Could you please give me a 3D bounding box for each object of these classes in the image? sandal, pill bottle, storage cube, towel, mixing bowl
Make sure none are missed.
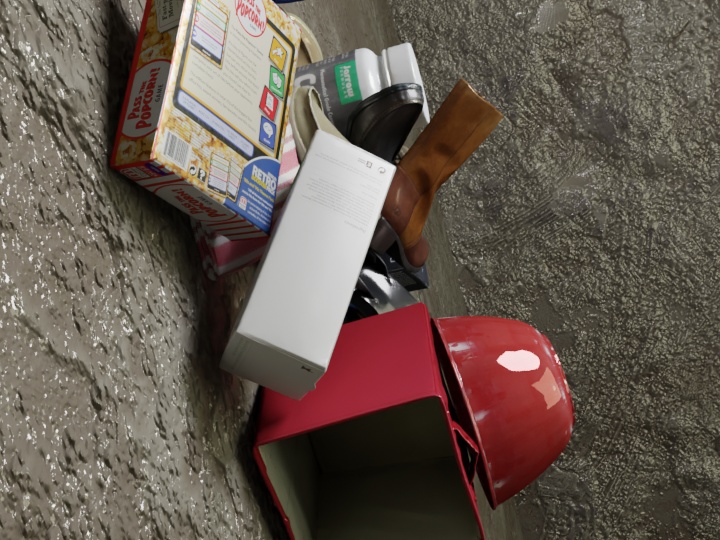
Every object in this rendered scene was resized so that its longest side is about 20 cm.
[{"bbox_3d":[0.001,0.000,0.986,0.199,0.043,0.077,40,52,-12],"label":"sandal"},{"bbox_3d":[-0.025,-0.193,1.089,0.113,0.196,0.115,-14,90,-80],"label":"pill bottle"},{"bbox_3d":[0.011,0.164,0.898,0.180,0.196,0.174,-92,165,-66],"label":"storage cube"},{"bbox_3d":[-0.114,-0.109,0.848,0.146,0.029,0.204,-30,112,-50],"label":"towel"},{"bbox_3d":[0.150,0.127,0.943,0.200,0.106,0.204,161,-90,-90],"label":"mixing bowl"}]

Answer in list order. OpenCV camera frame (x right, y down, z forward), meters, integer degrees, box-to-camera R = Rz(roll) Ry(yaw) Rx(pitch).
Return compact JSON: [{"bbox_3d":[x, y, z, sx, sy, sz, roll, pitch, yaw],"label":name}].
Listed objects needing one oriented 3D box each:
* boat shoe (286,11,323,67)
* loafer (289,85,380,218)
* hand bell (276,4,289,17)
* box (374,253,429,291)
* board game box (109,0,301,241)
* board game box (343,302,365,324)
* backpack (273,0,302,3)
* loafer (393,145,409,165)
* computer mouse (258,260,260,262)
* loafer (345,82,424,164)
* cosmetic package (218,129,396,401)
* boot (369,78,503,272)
[{"bbox_3d":[-0.079,-0.237,1.210,0.066,0.071,0.202,-92,170,-48],"label":"boat shoe"},{"bbox_3d":[-0.027,-0.110,0.960,0.076,0.067,0.203,57,14,-64],"label":"loafer"},{"bbox_3d":[-0.110,-0.170,0.990,0.202,0.102,0.105,82,4,-46],"label":"hand bell"},{"bbox_3d":[0.017,-0.072,1.368,0.200,0.115,0.201,32,47,-73],"label":"box"},{"bbox_3d":[-0.117,-0.147,0.759,0.151,0.046,0.204,35,57,-53],"label":"board game box"},{"bbox_3d":[0.008,0.102,1.117,0.035,0.134,0.202,-44,130,-30],"label":"board game box"},{"bbox_3d":[-0.086,-0.442,1.167,0.168,0.159,0.204,-29,104,-82],"label":"backpack"},{"bbox_3d":[0.004,-0.071,1.117,0.067,0.200,0.077,20,39,-39],"label":"loafer"},{"bbox_3d":[-0.088,-0.087,1.018,0.200,0.045,0.144,-22,116,-70],"label":"computer mouse"},{"bbox_3d":[0.016,-0.128,1.010,0.200,0.072,0.074,-47,-127,54],"label":"loafer"},{"bbox_3d":[-0.045,-0.003,0.807,0.108,0.084,0.203,128,-15,-62],"label":"cosmetic package"},{"bbox_3d":[0.082,-0.103,1.031,0.068,0.201,0.188,42,7,31],"label":"boot"}]
